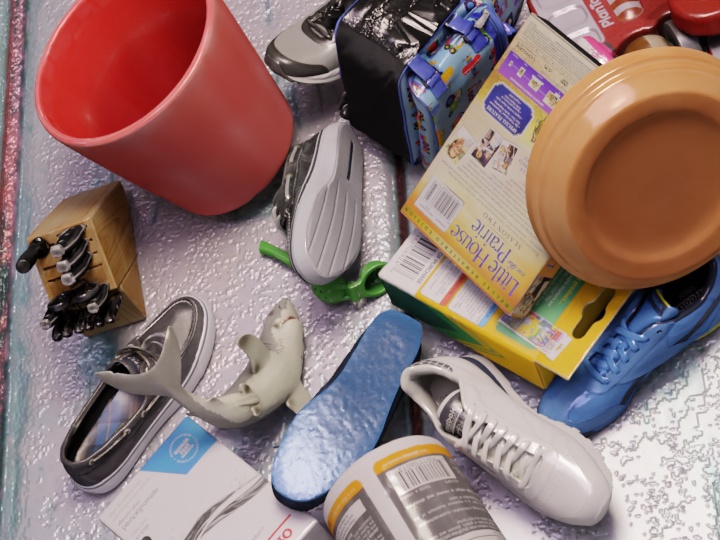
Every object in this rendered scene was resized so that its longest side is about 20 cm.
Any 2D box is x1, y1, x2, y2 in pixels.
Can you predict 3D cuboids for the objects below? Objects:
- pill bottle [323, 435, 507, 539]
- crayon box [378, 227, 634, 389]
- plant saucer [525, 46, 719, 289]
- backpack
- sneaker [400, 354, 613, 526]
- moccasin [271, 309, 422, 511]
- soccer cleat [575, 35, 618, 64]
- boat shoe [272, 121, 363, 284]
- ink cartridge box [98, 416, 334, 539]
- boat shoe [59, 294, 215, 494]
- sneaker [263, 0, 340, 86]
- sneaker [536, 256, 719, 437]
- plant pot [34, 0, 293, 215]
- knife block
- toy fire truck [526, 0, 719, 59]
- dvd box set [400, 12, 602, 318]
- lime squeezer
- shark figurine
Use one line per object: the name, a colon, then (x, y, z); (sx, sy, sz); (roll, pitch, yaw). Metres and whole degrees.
pill bottle: (0.063, 0.236, 1.316); (0.116, 0.117, 0.201); (-33, 59, -2)
crayon box: (0.131, 0.011, 1.426); (0.199, 0.052, 0.126); (29, 71, 31)
plant saucer: (0.225, -0.071, 1.303); (0.199, 0.201, 0.038); (-29, 31, 0)
backpack: (0.078, -0.212, 1.517); (0.134, 0.183, 0.200); (35, 70, 22)
sneaker: (0.114, 0.138, 1.361); (0.200, 0.080, 0.077); (36, 105, 35)
moccasin: (-0.003, 0.125, 1.409); (0.080, 0.068, 0.200); (33, 60, 14)
soccer cleat: (0.219, -0.095, 1.384); (0.086, 0.070, 0.201); (-37, 85, 6)
boat shoe: (-0.042, -0.051, 1.518); (0.071, 0.072, 0.201); (-23, 31, 25)
ink cartridge box: (-0.103, 0.226, 1.400); (0.199, 0.067, 0.116); (34, 76, 29)
boat shoe: (-0.199, 0.099, 1.498); (0.070, 0.066, 0.201); (28, 74, 27)
sneaker: (-0.008, -0.238, 1.581); (0.199, 0.080, 0.074); (-32, 56, -25)
sneaker: (0.218, 0.057, 1.387); (0.200, 0.079, 0.066); (-39, 61, -4)
plant pot: (-0.164, -0.154, 1.539); (0.199, 0.177, 0.202); (-18, 54, 26)
knife block: (-0.255, -0.025, 1.517); (0.063, 0.176, 0.201); (-17, 59, 6)
toy fire truck: (0.246, -0.205, 1.480); (0.167, 0.112, 0.201); (-23, 47, 5)
dvd box set: (0.135, -0.084, 1.372); (0.146, 0.029, 0.201); (44, 110, 33)
lime squeezer: (0.000, 0.000, 1.515); (0.198, 0.038, 0.071); (-3, 30, 16)
shark figurine: (-0.118, 0.107, 1.438); (0.089, 0.214, 0.129); (-24, 85, 36)
